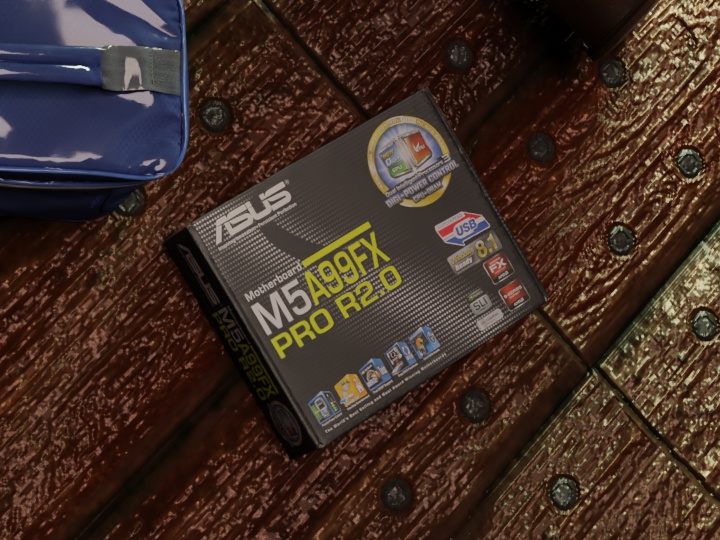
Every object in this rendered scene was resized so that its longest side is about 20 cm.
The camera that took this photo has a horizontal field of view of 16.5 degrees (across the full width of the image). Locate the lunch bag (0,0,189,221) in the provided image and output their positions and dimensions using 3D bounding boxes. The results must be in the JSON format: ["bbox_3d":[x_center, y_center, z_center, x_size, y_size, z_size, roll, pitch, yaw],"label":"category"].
[{"bbox_3d":[-0.202,-0.110,1.433,0.199,0.132,0.136,1,77,-26],"label":"lunch bag"}]

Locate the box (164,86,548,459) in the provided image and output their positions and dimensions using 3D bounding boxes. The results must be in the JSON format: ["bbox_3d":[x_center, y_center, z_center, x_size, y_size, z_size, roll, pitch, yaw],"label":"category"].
[{"bbox_3d":[0.000,0.000,1.555,0.200,0.044,0.161,-31,92,-29],"label":"box"}]

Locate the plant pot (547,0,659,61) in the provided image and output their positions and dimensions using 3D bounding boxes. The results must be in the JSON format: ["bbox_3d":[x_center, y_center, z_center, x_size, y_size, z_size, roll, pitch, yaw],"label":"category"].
[{"bbox_3d":[0.141,-0.276,1.620,0.198,0.200,0.200,39,64,-3],"label":"plant pot"}]
